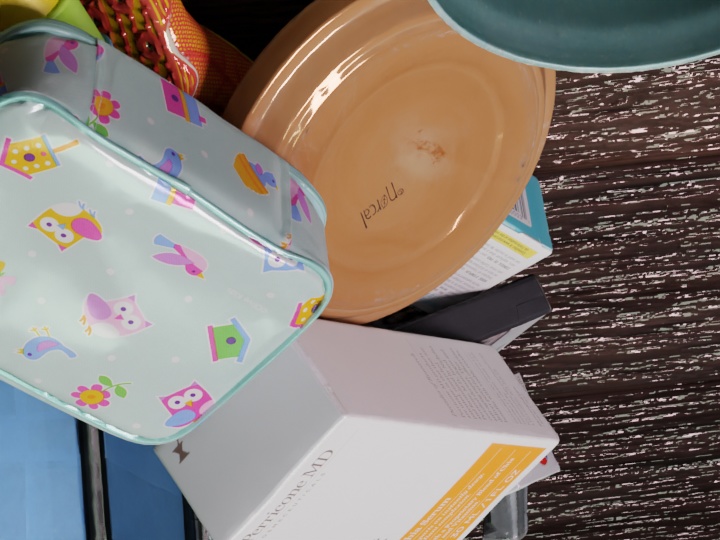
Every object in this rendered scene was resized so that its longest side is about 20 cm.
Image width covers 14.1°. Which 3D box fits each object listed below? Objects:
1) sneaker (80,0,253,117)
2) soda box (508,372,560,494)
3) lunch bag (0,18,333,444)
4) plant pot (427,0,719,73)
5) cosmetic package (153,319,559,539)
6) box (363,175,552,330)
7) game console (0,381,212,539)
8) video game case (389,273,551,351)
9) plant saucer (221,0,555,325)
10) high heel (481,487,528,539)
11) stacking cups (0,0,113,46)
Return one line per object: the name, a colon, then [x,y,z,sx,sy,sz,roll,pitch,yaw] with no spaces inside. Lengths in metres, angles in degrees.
sneaker: [-0.077,-0.084,1.416,0.073,0.077,0.200,16,148,35]
soda box: [0.010,0.127,1.696,0.199,0.064,0.068,-25,175,25]
lunch bag: [-0.126,-0.013,1.316,0.199,0.077,0.160,31,124,-26]
plant pot: [0.111,-0.194,1.204,0.199,0.135,0.201,-6,148,-4]
cosmetic package: [0.002,0.087,1.472,0.101,0.071,0.200,-47,150,22]
box: [0.000,0.000,1.571,0.199,0.049,0.082,-29,144,30]
game console: [-0.163,0.103,1.536,0.118,0.172,0.201,-13,110,-30]
video game case: [-0.014,0.073,1.600,0.199,0.026,0.181,-21,170,-28]
plant saucer: [0.015,-0.056,1.407,0.199,0.032,0.201,-23,134,-25]
high heel: [0.006,0.114,1.757,0.199,0.072,0.143,-5,137,-1]
stacking cups: [-0.128,-0.076,1.343,0.060,0.061,0.200,-19,125,18]
